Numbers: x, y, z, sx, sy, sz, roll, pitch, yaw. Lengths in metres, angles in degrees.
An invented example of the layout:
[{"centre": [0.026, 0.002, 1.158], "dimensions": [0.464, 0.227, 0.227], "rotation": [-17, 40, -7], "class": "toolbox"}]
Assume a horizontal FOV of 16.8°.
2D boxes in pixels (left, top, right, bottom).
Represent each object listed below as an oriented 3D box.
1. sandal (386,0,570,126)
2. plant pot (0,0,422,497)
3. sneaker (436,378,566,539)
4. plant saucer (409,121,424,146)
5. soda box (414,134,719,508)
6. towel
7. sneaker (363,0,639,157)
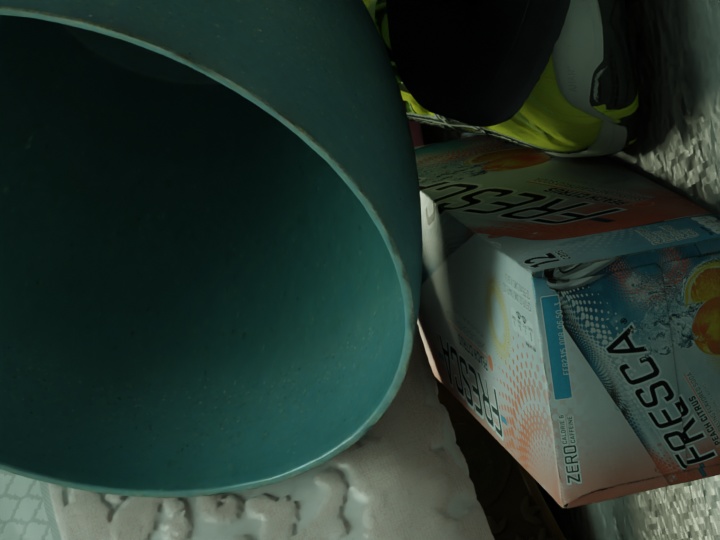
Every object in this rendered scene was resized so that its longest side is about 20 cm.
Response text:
[{"centre": [0.024, -0.140, 0.670], "dimensions": [0.076, 0.043, 0.201], "rotation": [6, 95, 58], "class": "sandal"}, {"centre": [-0.070, -0.047, 0.720], "dimensions": [0.200, 0.199, 0.135], "rotation": [91, -170, -49], "class": "plant pot"}, {"centre": [0.034, 0.074, 0.914], "dimensions": [0.090, 0.067, 0.201], "rotation": [113, 143, -67], "class": "sneaker"}, {"centre": [0.000, 0.000, 1.022], "dimensions": [0.201, 0.051, 0.201], "rotation": [177, 90, -86], "class": "plant saucer"}, {"centre": [0.057, 0.007, 0.732], "dimensions": [0.200, 0.063, 0.069], "rotation": [-138, 38, -73], "class": "soda box"}, {"centre": [-0.056, 0.087, 0.762], "dimensions": [0.032, 0.191, 0.200], "rotation": [51, -165, -52], "class": "towel"}, {"centre": [0.031, -0.069, 0.760], "dimensions": [0.200, 0.076, 0.076], "rotation": [-163, 65, -76], "class": "sneaker"}]
